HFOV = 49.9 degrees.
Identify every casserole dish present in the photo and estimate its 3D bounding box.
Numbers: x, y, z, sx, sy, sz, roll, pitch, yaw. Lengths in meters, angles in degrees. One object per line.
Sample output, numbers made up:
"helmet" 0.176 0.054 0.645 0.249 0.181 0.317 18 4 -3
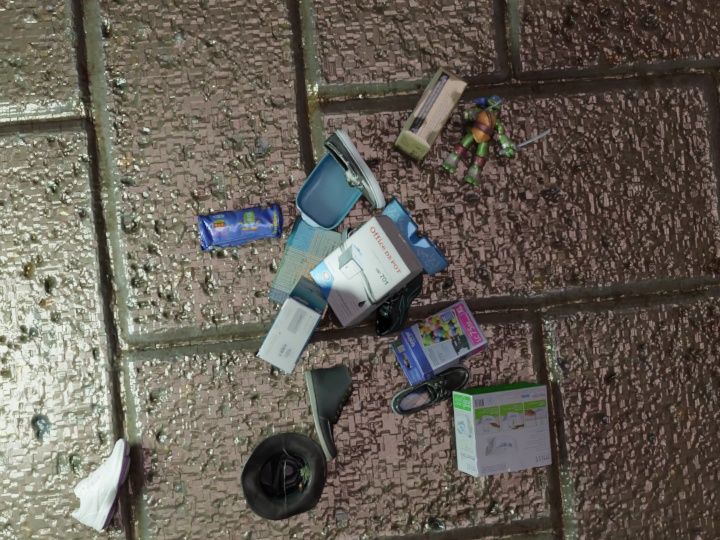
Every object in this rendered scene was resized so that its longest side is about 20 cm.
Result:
"casserole dish" -0.063 -0.184 1.763 0.120 0.039 0.202 36 80 -2

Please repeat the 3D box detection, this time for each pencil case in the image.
"pencil case" -0.268 -0.095 1.732 0.195 0.079 0.089 -10 59 -4

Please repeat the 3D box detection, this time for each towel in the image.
"towel" -0.113 -0.005 1.771 0.144 0.022 0.204 21 88 -3

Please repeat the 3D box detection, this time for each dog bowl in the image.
"dog bowl" 0.121 -0.073 1.749 0.049 0.111 0.201 -40 91 9

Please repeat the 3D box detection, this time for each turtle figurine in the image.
"turtle figurine" 0.278 -0.292 1.734 0.200 0.142 0.197 40 108 40

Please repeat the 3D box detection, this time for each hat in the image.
"hat" -0.176 0.449 1.719 0.196 0.081 0.206 0 89 -21

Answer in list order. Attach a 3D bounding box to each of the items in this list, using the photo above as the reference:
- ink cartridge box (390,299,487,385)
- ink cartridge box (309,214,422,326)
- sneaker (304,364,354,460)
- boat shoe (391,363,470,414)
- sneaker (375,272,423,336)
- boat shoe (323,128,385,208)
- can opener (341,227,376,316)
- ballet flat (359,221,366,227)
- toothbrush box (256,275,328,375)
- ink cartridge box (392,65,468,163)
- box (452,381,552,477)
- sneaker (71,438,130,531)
"ink cartridge box" 0.176 0.163 1.752 0.197 0.042 0.121 -27 62 -2
"ink cartridge box" 0.012 0.000 1.655 0.199 0.085 0.148 -40 78 23
"sneaker" -0.055 0.311 1.721 0.104 0.075 0.205 -12 75 -6
"boat shoe" 0.164 0.275 1.753 0.197 0.057 0.070 -26 90 -4
"sneaker" 0.082 0.061 1.706 0.075 0.079 0.204 29 123 25
"boat shoe" -0.014 -0.219 1.726 0.056 0.069 0.202 -30 81 -7
"can opener" 0.000 0.000 1.757 0.053 0.066 0.205 -19 107 -34
"ballet flat" 0.076 -0.037 1.767 0.073 0.073 0.201 -37 85 -4
"toothbrush box" -0.139 0.112 1.660 0.084 0.200 0.148 28 101 -4
"ink cartridge box" 0.150 -0.338 1.711 0.074 0.200 0.167 30 86 -3
"box" 0.317 0.351 1.725 0.195 0.096 0.181 -4 89 -21
"sneaker" -0.568 0.462 1.693 0.098 0.075 0.204 20 87 -4
